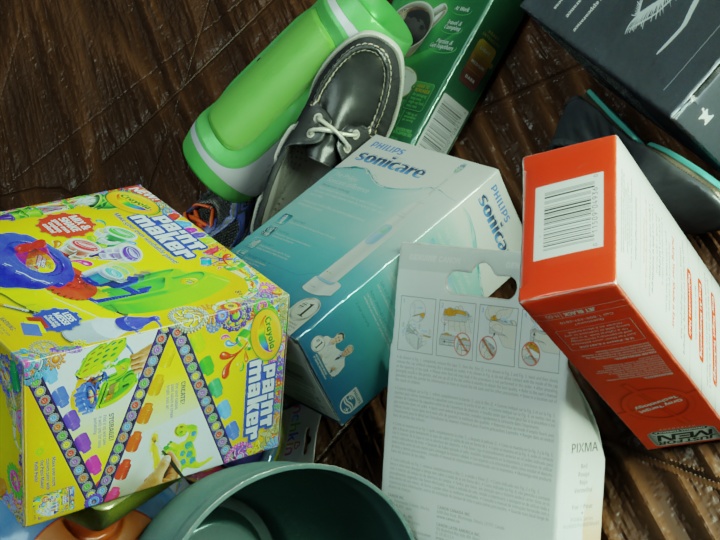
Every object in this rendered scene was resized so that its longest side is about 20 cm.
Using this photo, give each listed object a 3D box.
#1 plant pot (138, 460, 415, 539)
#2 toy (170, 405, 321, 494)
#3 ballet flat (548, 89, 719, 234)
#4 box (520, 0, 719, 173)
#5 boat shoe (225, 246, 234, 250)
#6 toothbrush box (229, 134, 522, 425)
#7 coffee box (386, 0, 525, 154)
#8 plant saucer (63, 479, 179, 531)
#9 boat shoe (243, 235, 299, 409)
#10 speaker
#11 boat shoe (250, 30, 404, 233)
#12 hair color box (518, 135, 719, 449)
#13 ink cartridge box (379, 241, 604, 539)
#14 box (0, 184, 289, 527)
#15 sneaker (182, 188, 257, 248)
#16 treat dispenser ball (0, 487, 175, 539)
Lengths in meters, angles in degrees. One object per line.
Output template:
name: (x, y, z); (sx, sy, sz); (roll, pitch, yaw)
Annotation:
plant pot: (-0.076, 0.217, 1.064); (0.134, 0.200, 0.200); (7, 68, 58)
toy: (-0.121, 0.139, 1.267); (0.200, 0.047, 0.115); (-15, 55, 40)
ballet flat: (0.184, -0.059, 1.082); (0.073, 0.073, 0.200); (-50, 33, 7)
box: (0.230, -0.171, 1.083); (0.148, 0.104, 0.200); (-48, 40, 8)
boat shoe: (-0.171, 0.052, 1.340); (0.200, 0.063, 0.073); (-51, 4, 14)
toothbrush box: (0.000, 0.000, 1.156); (0.200, 0.085, 0.146); (-41, 35, -22)
coffee box: (0.060, -0.177, 1.307); (0.123, 0.044, 0.200); (19, 79, 51)
plant saucer: (-0.193, 0.112, 1.139); (0.200, 0.200, 0.048); (19, 118, 28)
boat shoe: (-0.065, 0.045, 1.266); (0.071, 0.072, 0.200); (-7, 42, 6)
speaker: (-0.053, -0.145, 1.303); (0.200, 0.088, 0.088); (-42, 41, 21)
boat shoe: (-0.029, -0.092, 1.244); (0.200, 0.074, 0.060); (-57, 2, 23)
hair color box: (0.160, 0.019, 0.940); (0.061, 0.200, 0.102); (-13, 54, 27)
ink cartridge box: (0.086, 0.086, 1.038); (0.162, 0.050, 0.200); (6, 90, 47)
box: (-0.184, 0.048, 1.076); (0.200, 0.193, 0.122); (34, 127, 44)
sneaker: (-0.161, -0.010, 1.388); (0.200, 0.078, 0.075); (-53, 40, 4)
treat dispenser ball: (-0.213, 0.231, 1.175); (0.201, 0.201, 0.201); (-25, 48, 32)
